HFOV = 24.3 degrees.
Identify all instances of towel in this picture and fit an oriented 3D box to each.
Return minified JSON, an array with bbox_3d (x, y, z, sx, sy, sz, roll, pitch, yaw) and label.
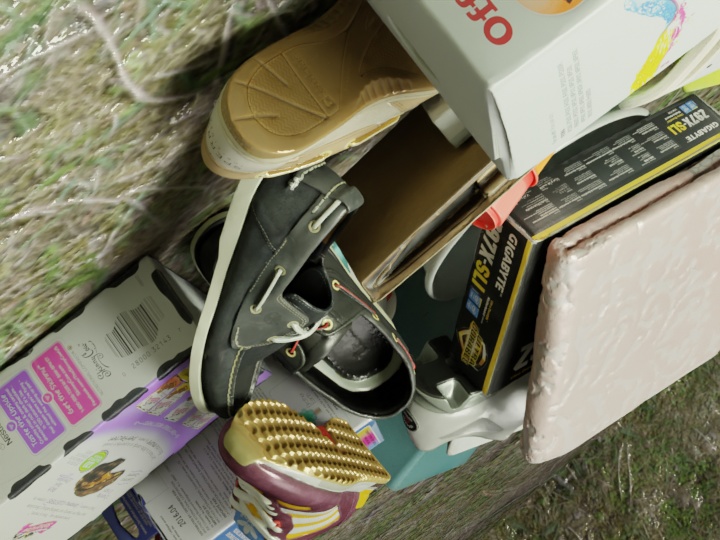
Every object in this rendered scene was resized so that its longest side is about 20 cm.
[{"bbox_3d":[0.189,0.022,1.141,0.191,0.032,0.201,-28,140,-28],"label":"towel"}]

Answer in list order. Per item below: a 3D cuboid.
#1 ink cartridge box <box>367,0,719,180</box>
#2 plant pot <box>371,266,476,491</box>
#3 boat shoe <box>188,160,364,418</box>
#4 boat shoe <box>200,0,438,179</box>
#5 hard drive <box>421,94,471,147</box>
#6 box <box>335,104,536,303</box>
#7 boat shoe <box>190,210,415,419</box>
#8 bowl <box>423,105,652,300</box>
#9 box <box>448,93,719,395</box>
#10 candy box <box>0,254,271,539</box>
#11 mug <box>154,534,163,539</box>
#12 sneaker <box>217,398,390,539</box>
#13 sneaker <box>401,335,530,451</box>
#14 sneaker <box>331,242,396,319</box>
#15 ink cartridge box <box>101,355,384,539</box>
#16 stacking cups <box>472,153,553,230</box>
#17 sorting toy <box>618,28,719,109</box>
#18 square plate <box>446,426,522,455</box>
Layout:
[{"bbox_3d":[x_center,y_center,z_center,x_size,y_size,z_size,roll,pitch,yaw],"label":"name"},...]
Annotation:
[{"bbox_3d":[0.101,-0.171,0.803,0.200,0.146,0.145,-38,164,0],"label":"ink cartridge box"},{"bbox_3d":[0.073,0.056,1.405,0.200,0.141,0.141,-50,160,23],"label":"plant pot"},{"bbox_3d":[-0.052,0.019,0.963,0.072,0.067,0.201,-54,168,-50],"label":"boat shoe"},{"bbox_3d":[-0.009,-0.106,0.906,0.200,0.074,0.069,-28,177,-36],"label":"boat shoe"},{"bbox_3d":[0.116,-0.158,0.977,0.200,0.027,0.132,-40,-163,7],"label":"hard drive"},{"bbox_3d":[0.048,-0.066,0.989,0.163,0.021,0.200,-43,-162,4],"label":"box"},{"bbox_3d":[-0.031,0.029,1.089,0.074,0.063,0.201,-39,131,11],"label":"boat shoe"},{"bbox_3d":[0.102,-0.076,1.173,0.201,0.091,0.201,-34,164,-11],"label":"bowl"},{"bbox_3d":[0.158,-0.017,1.151,0.199,0.049,0.160,-27,149,-31],"label":"box"},{"bbox_3d":[-0.172,0.093,1.088,0.200,0.072,0.168,-39,165,1],"label":"candy box"},{"bbox_3d":[-0.112,0.239,1.320,0.178,0.133,0.200,-47,-178,-8],"label":"mug"},{"bbox_3d":[-0.050,0.140,1.056,0.090,0.075,0.200,-45,156,8],"label":"sneaker"},{"bbox_3d":[0.116,0.077,1.226,0.199,0.074,0.089,-15,138,-21],"label":"sneaker"},{"bbox_3d":[0.000,0.000,1.197,0.093,0.071,0.200,-37,162,17],"label":"sneaker"},{"bbox_3d":[-0.103,0.122,1.199,0.200,0.137,0.076,-36,159,-6],"label":"ink cartridge box"},{"bbox_3d":[0.122,-0.113,1.059,0.200,0.060,0.061,-54,168,-13],"label":"stacking cups"},{"bbox_3d":[0.241,-0.176,1.110,0.180,0.107,0.200,-39,170,-47],"label":"sorting toy"},{"bbox_3d":[0.161,0.043,1.323,0.199,0.028,0.199,-17,137,-37],"label":"square plate"}]
